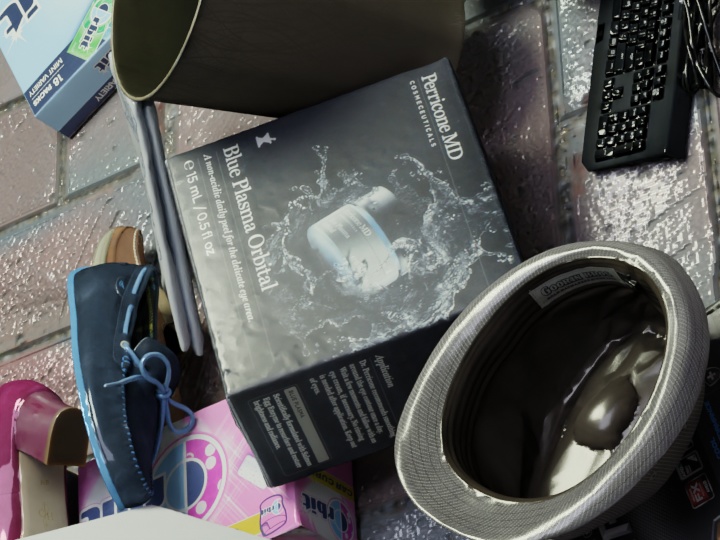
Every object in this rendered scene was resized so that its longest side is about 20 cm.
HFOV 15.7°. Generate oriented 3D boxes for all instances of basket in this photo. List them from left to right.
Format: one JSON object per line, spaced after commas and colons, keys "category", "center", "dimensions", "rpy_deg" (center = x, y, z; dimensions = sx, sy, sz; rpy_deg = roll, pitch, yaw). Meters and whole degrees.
{"category": "basket", "center": [-0.043, -0.170, 1.691], "dimensions": [0.136, 0.199, 0.182], "rpy_deg": [-28, 53, 52]}

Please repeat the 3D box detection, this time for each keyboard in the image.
{"category": "keyboard", "center": [0.187, -0.165, 1.668], "dimensions": [0.104, 0.040, 0.201], "rpy_deg": [-9, 63, 38]}

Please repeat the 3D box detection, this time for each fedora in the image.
{"category": "fedora", "center": [0.123, 0.083, 1.477], "dimensions": [0.176, 0.090, 0.201], "rpy_deg": [19, 71, 42]}

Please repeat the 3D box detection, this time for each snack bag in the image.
{"category": "snack bag", "center": [-0.143, -0.066, 1.773], "dimensions": [0.021, 0.190, 0.200], "rpy_deg": [-13, 27, -5]}

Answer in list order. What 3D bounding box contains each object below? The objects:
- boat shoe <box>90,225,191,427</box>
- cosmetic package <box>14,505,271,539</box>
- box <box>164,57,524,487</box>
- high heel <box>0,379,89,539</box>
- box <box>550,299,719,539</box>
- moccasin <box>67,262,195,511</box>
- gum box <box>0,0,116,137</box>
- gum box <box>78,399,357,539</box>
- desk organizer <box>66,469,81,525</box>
{"category": "boat shoe", "center": [-0.152, 0.049, 1.833], "dimensions": [0.071, 0.076, 0.201], "rpy_deg": [-6, 48, 0]}
{"category": "cosmetic package", "center": [-0.132, 0.268, 1.578], "dimensions": [0.166, 0.167, 0.202], "rpy_deg": [11, 105, 43]}
{"category": "box", "center": [0.000, 0.000, 1.642], "dimensions": [0.199, 0.118, 0.198], "rpy_deg": [-19, 53, 2]}
{"category": "high heel", "center": [-0.233, 0.176, 1.753], "dimensions": [0.096, 0.067, 0.201], "rpy_deg": [17, 90, 54]}
{"category": "box", "center": [0.171, 0.149, 1.498], "dimensions": [0.198, 0.050, 0.201], "rpy_deg": [-33, 50, 19]}
{"category": "moccasin", "center": [-0.152, 0.064, 1.715], "dimensions": [0.068, 0.081, 0.201], "rpy_deg": [-14, 52, 0]}
{"category": "gum box", "center": [-0.217, -0.230, 2.040], "dimensions": [0.170, 0.044, 0.200], "rpy_deg": [-44, 48, 14]}
{"category": "gum box", "center": [-0.101, 0.160, 1.723], "dimensions": [0.199, 0.066, 0.114], "rpy_deg": [-25, 52, 29]}
{"category": "desk organizer", "center": [-0.248, 0.227, 1.813], "dimensions": [0.077, 0.072, 0.201], "rpy_deg": [23, 84, 47]}
